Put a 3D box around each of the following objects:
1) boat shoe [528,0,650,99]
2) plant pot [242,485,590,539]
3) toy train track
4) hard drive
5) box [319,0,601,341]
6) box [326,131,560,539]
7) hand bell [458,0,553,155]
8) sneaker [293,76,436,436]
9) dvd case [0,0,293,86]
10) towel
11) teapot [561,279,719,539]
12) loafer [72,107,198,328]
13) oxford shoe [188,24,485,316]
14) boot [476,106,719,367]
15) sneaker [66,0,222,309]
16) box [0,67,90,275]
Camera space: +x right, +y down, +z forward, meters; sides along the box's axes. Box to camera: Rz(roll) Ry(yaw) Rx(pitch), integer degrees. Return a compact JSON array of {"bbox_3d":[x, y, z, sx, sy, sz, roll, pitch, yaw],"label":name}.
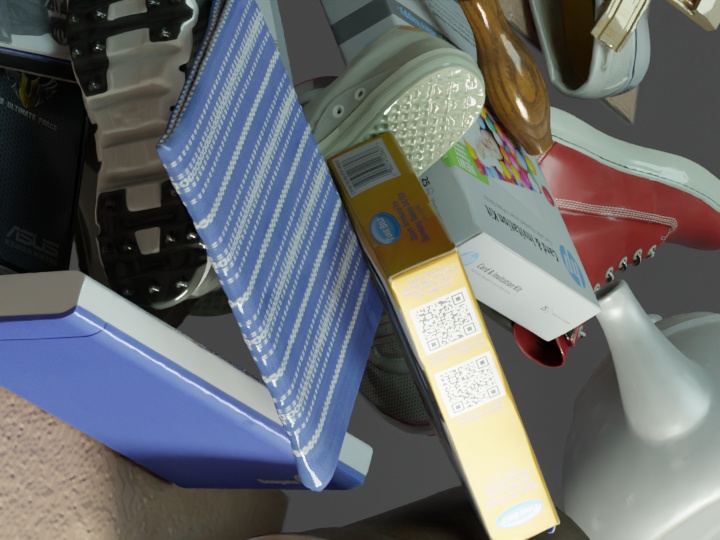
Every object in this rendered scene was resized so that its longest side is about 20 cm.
[{"bbox_3d":[0.123,-0.200,1.783,0.070,0.071,0.201,-16,101,-53],"label":"boat shoe"},{"bbox_3d":[0.026,0.202,1.494,0.198,0.200,0.201,-23,100,-58],"label":"plant pot"},{"bbox_3d":[0.144,-0.206,1.746,0.200,0.033,0.115,33,75,-21],"label":"toy train track"},{"bbox_3d":[-0.107,0.055,1.399,0.200,0.132,0.025,34,64,-41],"label":"hard drive"},{"bbox_3d":[0.049,-0.073,1.601,0.156,0.041,0.201,31,35,-57],"label":"box"},{"bbox_3d":[0.044,0.044,1.456,0.119,0.041,0.200,-117,-174,-56],"label":"box"},{"bbox_3d":[0.062,-0.148,1.586,0.104,0.104,0.200,-54,131,-41],"label":"hand bell"},{"bbox_3d":[0.000,0.000,1.562,0.201,0.081,0.088,64,13,-7],"label":"sneaker"},{"bbox_3d":[-0.119,-0.157,1.436,0.200,0.025,0.151,10,63,-46],"label":"dvd case"},{"bbox_3d":[-0.041,-0.016,1.353,0.145,0.024,0.200,-74,148,-51],"label":"towel"},{"bbox_3d":[0.195,0.093,1.736,0.197,0.200,0.146,-8,59,-32],"label":"teapot"},{"bbox_3d":[-0.118,-0.057,1.463,0.068,0.076,0.201,24,55,-43],"label":"loafer"},{"bbox_3d":[-0.024,-0.050,1.489,0.075,0.200,0.058,39,15,-44],"label":"oxford shoe"},{"bbox_3d":[0.146,-0.003,1.765,0.200,0.072,0.145,17,70,-38],"label":"boot"},{"bbox_3d":[-0.088,-0.078,1.377,0.090,0.066,0.201,16,67,-69],"label":"sneaker"},{"bbox_3d":[-0.211,-0.092,1.372,0.200,0.051,0.158,27,60,-44],"label":"box"}]
